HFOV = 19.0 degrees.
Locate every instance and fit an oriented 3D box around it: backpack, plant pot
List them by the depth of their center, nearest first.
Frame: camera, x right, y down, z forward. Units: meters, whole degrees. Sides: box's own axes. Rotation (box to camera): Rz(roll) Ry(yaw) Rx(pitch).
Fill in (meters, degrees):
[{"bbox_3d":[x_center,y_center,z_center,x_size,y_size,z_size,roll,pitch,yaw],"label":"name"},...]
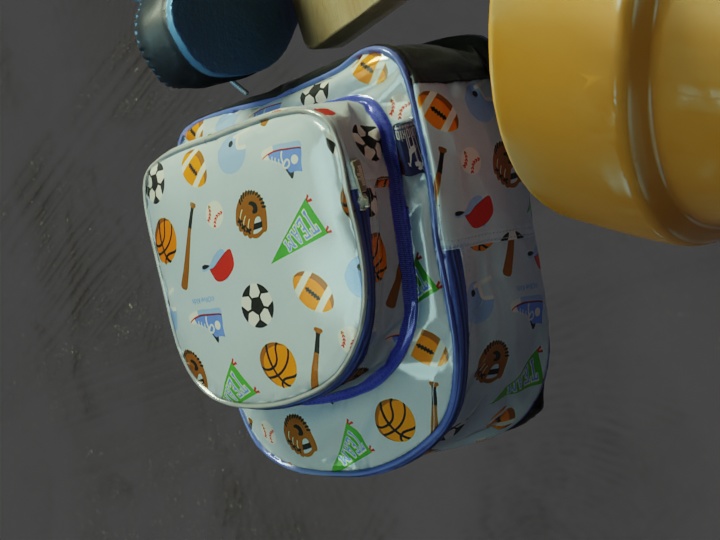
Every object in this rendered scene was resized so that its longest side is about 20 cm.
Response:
[{"bbox_3d":[0.174,-0.093,0.744,0.183,0.200,0.201,18,110,33],"label":"plant pot"},{"bbox_3d":[0.000,0.000,1.008,0.200,0.154,0.192,-16,93,49],"label":"backpack"}]

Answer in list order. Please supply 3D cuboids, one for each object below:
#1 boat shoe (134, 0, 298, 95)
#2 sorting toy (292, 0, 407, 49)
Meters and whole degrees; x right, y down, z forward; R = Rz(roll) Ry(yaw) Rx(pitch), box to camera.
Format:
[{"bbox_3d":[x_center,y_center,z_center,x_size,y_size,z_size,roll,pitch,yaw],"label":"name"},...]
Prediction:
[{"bbox_3d":[-0.069,-0.132,1.045,0.068,0.200,0.085,-16,106,24],"label":"boat shoe"},{"bbox_3d":[0.030,-0.232,0.989,0.199,0.069,0.201,-29,72,50],"label":"sorting toy"}]
